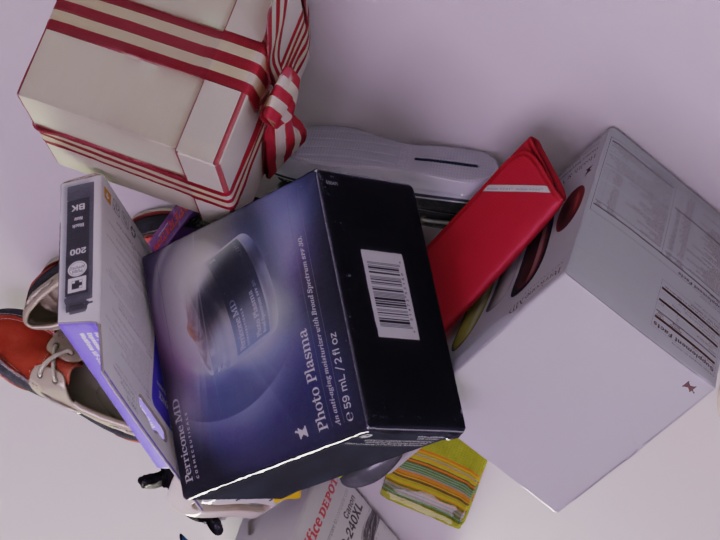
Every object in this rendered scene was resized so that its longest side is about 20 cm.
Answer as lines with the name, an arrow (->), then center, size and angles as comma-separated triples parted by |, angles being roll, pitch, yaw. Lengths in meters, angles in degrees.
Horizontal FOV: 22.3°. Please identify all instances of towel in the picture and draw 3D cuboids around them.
towel -> 0.078, 0.151, 1.666 | 0.085, 0.018, 0.201 | 19, 129, 4

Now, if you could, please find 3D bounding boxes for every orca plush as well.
orca plush -> -0.172, 0.202, 1.705 | 0.071, 0.200, 0.106 | -14, 82, 1

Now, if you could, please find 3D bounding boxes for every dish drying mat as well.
dish drying mat -> 0.083, -0.013, 1.442 | 0.018, 0.077, 0.200 | 18, 125, -40

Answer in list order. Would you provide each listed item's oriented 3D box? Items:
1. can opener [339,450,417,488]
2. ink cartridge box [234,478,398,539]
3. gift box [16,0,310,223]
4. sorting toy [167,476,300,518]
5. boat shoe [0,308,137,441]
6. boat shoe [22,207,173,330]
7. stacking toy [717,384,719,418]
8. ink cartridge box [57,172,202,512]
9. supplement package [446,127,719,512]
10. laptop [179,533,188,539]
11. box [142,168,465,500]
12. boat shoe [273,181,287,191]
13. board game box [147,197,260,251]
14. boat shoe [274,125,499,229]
can opener -> 0.058, 0.130, 1.612 | 0.052, 0.067, 0.200 | 31, 126, -19
ink cartridge box -> -0.024, 0.297, 1.726 | 0.083, 0.146, 0.200 | -26, 114, 31
gift box -> -0.128, -0.160, 1.384 | 0.185, 0.201, 0.185 | 20, 171, 7
sorting toy -> -0.077, 0.160, 1.598 | 0.199, 0.107, 0.180 | 6, 139, -41
boat shoe -> -0.266, 0.097, 1.694 | 0.199, 0.071, 0.063 | 33, 169, -10
boat shoe -> -0.218, 0.003, 1.631 | 0.199, 0.063, 0.071 | -19, 115, 28
stacking toy -> 0.349, 0.162, 1.461 | 0.145, 0.201, 0.147 | 10, 129, 12
ink cartridge box -> -0.178, 0.061, 1.425 | 0.043, 0.201, 0.199 | -16, 137, 9
supplement package -> 0.174, 0.038, 1.430 | 0.147, 0.200, 0.191 | 37, 128, -10
laptop -> -0.077, 0.361, 1.744 | 0.199, 0.117, 0.187 | 11, 155, 28
box -> -0.048, 0.055, 1.394 | 0.198, 0.123, 0.202 | -25, 70, 37
boat shoe -> 0.000, 0.000, 1.532 | 0.201, 0.075, 0.065 | 36, 104, -21
board game box -> -0.141, 0.005, 1.588 | 0.119, 0.032, 0.200 | 12, 137, -31
boat shoe -> 0.014, -0.066, 1.490 | 0.198, 0.072, 0.071 | 11, 124, 9
